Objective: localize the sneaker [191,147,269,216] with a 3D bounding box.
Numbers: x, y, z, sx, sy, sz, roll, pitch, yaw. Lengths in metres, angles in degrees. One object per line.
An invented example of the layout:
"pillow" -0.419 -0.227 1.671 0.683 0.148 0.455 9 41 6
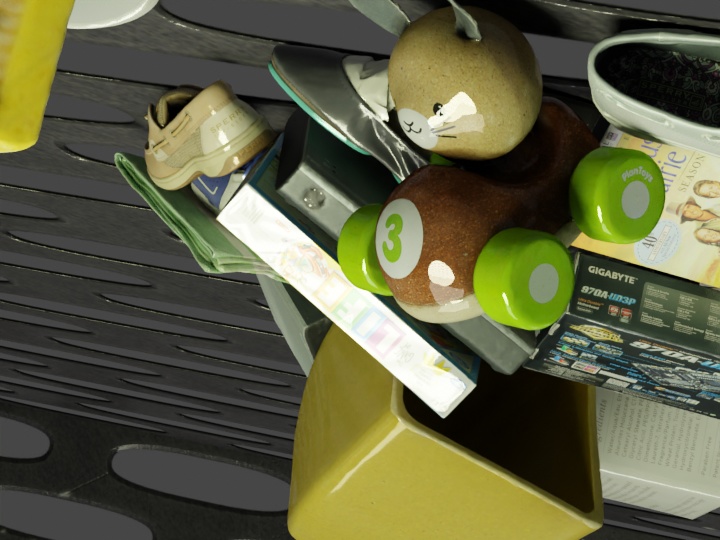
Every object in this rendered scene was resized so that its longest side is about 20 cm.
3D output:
"sneaker" -0.042 -0.073 1.474 0.199 0.081 0.116 26 149 34

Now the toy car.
"toy car" 0.050 -0.087 1.136 0.164 0.158 0.201 13 137 54

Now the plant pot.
"plant pot" 0.046 0.133 1.524 0.194 0.196 0.200 30 129 -22

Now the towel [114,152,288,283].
"towel" -0.087 -0.032 1.590 0.199 0.023 0.153 11 -152 -48

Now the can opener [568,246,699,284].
"can opener" 0.178 -0.002 1.497 0.066 0.054 0.200 -12 -161 -25

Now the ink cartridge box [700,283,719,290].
"ink cartridge box" 0.292 0.012 1.528 0.176 0.045 0.199 23 164 -40

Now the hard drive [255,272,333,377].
"hard drive" -0.047 0.042 1.678 0.200 0.033 0.140 -124 11 -53

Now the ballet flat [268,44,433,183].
"ballet flat" 0.032 -0.091 1.286 0.200 0.073 0.073 44 164 -3

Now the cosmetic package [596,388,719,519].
"cosmetic package" 0.230 0.111 1.751 0.199 0.166 0.165 14 167 -1

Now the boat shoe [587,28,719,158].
"boat shoe" 0.218 -0.091 1.098 0.199 0.071 0.071 13 174 22

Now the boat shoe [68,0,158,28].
"boat shoe" -0.202 -0.185 1.192 0.199 0.071 0.070 6 -167 19

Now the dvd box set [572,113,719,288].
"dvd box set" 0.233 -0.047 1.233 0.199 0.030 0.147 16 139 -7

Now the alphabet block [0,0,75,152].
"alphabet block" -0.267 -0.173 0.998 0.196 0.197 0.199 22 165 -39

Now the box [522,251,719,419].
"box" 0.220 0.054 1.350 0.199 0.046 0.159 15 164 -1

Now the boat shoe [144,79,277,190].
"boat shoe" -0.119 -0.106 1.446 0.065 0.071 0.200 54 160 -13

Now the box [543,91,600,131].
"box" 0.188 -0.054 1.345 0.199 0.049 0.158 15 168 -5

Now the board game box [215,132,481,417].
"board game box" 0.000 0.000 1.347 0.200 0.034 0.135 42 -161 -6

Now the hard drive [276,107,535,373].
"hard drive" 0.032 -0.026 1.339 0.200 0.033 0.140 39 -161 -14
